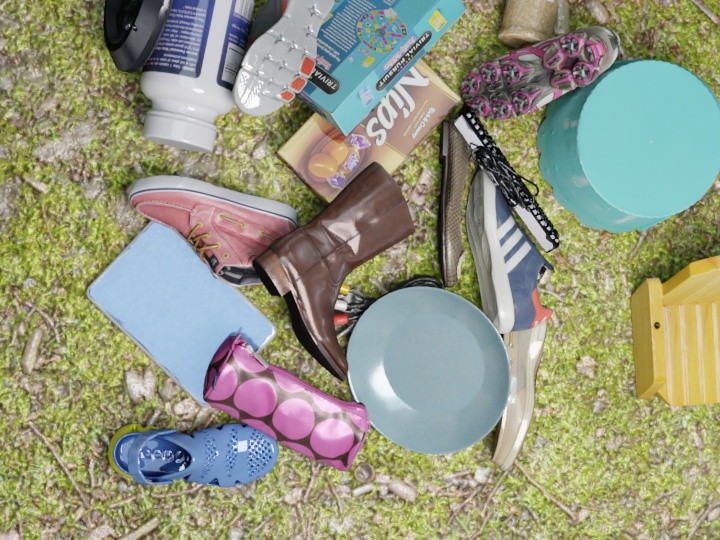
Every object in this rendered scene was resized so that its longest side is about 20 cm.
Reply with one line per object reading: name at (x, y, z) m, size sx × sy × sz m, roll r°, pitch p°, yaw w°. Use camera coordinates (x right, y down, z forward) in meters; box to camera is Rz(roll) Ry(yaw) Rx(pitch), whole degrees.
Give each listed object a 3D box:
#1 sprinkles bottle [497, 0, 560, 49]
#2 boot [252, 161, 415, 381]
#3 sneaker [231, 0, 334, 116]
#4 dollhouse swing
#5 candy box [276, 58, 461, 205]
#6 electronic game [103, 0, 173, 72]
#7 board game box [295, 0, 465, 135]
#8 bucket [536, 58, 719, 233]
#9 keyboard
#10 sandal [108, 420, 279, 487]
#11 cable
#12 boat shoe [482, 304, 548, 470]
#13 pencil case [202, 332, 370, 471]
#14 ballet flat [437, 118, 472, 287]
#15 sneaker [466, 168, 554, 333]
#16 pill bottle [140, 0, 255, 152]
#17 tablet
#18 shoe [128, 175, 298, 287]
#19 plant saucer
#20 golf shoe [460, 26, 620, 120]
sprinkles bottle at (0.215, -0.368, 1.322) m, size 0.067 × 0.068 × 0.202 m, roll 12°, pitch 89°, yaw -6°
boot at (0.000, 0.000, 1.260) m, size 0.199 × 0.064 × 0.187 m, roll -38°, pitch 114°, yaw -19°
sneaker at (-0.092, -0.258, 1.245) m, size 0.077 × 0.082 × 0.201 m, roll 37°, pitch 72°, yaw -30°
dollhouse swing at (0.444, 0.072, 1.293) m, size 0.197 × 0.176 × 0.184 m, roll -4°, pitch 90°, yaw -7°
candy box at (0.009, -0.168, 1.305) m, size 0.117 × 0.056 × 0.200 m, roll 44°, pitch 87°, yaw -4°
electronic game at (-0.237, -0.317, 1.212) m, size 0.041 × 0.199 × 0.202 m, roll 10°, pitch 89°, yaw -30°
board game box at (-0.001, -0.272, 1.268) m, size 0.200 × 0.047 × 0.151 m, roll -46°, pitch 55°, yaw -4°
bucket at (0.319, -0.148, 1.299) m, size 0.205 × 0.135 × 0.210 m, roll 0°, pitch 91°, yaw -7°
keyboard at (0.182, -0.109, 1.288) m, size 0.039 × 0.104 × 0.201 m, roll -33°, pitch 103°, yaw 24°
sandal at (-0.191, 0.215, 1.266) m, size 0.197 × 0.087 × 0.081 m, roll -3°, pitch 88°, yaw -8°
cable at (0.004, 0.047, 1.306) m, size 0.197 × 0.050 × 0.098 m, roll 3°, pitch 95°, yaw -6°
boat shoe at (0.175, 0.134, 1.317) m, size 0.064 × 0.072 × 0.202 m, roll 13°, pitch 83°, yaw -1°
pencil case at (-0.082, 0.150, 1.267) m, size 0.199 × 0.091 × 0.094 m, roll 28°, pitch 112°, yaw -14°
ballet flat at (0.116, -0.080, 1.314) m, size 0.046 × 0.067 × 0.203 m, roll 2°, pitch 83°, yaw -3°
sneaker at (0.180, -0.025, 1.305) m, size 0.083 × 0.075 × 0.202 m, roll -3°, pitch 75°, yaw -14°
pill bottle at (-0.188, -0.241, 1.255) m, size 0.110 × 0.111 × 0.202 m, roll 12°, pitch 88°, yaw -6°
tablet at (-0.209, 0.049, 1.301) m, size 0.200 × 0.014 × 0.130 m, roll 44°, pitch 86°, yaw -4°
shoe at (-0.171, -0.042, 1.263) m, size 0.198 × 0.072 × 0.092 m, roll 12°, pitch 62°, yaw -10°
plant saucer at (0.082, 0.114, 1.296) m, size 0.199 × 0.039 × 0.203 m, roll 4°, pitch 103°, yaw 18°
golf shoe at (0.211, -0.228, 1.290) m, size 0.092 × 0.199 × 0.073 m, roll -31°, pitch 105°, yaw -50°
